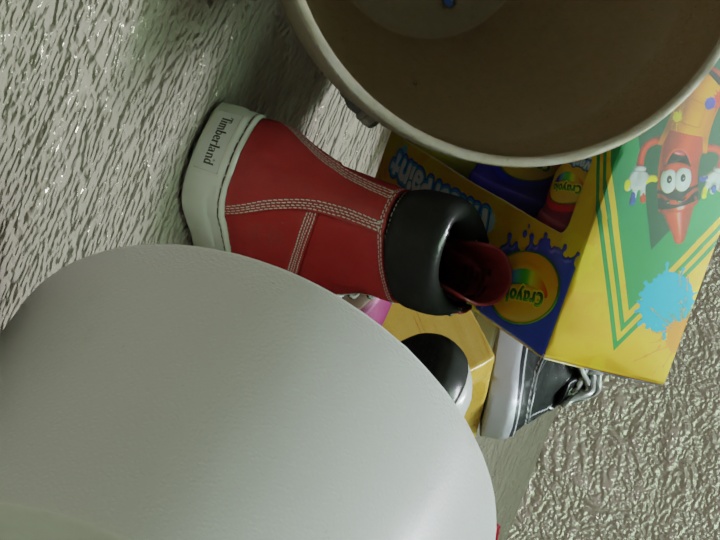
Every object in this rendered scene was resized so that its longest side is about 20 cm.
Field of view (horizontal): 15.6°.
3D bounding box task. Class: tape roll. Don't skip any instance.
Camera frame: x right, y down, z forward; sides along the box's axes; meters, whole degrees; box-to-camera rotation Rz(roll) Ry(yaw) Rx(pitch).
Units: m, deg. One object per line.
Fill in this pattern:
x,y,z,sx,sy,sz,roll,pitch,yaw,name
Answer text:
-0.067,0.110,0.920,0.139,0.202,0.203,-60,167,-46,tape roll

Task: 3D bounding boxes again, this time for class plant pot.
0.046,-0.146,1.087,0.201,0.200,0.134,-69,-163,-2,plant pot

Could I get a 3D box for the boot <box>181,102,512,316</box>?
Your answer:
0.000,0.000,1.219,0.200,0.144,0.073,80,32,-72,boot

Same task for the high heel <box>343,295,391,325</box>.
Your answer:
-0.019,0.050,1.395,0.200,0.067,0.096,-54,145,-12,high heel

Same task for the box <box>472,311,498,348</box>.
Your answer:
0.080,-0.028,1.744,0.200,0.095,0.078,-61,166,-48,box

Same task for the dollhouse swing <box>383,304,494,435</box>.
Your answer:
-0.034,0.102,1.561,0.182,0.175,0.200,-117,-152,-42,dollhouse swing

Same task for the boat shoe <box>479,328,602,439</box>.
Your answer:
0.118,0.050,1.603,0.199,0.068,0.074,-54,157,-68,boat shoe

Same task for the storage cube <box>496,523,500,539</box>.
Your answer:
-0.056,0.190,1.198,0.200,0.179,0.171,96,18,-52,storage cube

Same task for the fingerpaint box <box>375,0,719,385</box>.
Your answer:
0.091,-0.061,1.229,0.200,0.073,0.167,37,-69,59,fingerpaint box

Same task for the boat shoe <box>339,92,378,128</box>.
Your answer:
0.035,-0.169,1.338,0.202,0.065,0.074,-64,-177,-1,boat shoe

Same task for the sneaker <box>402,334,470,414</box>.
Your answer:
0.027,0.104,1.256,0.201,0.108,0.067,-39,-161,52,sneaker
